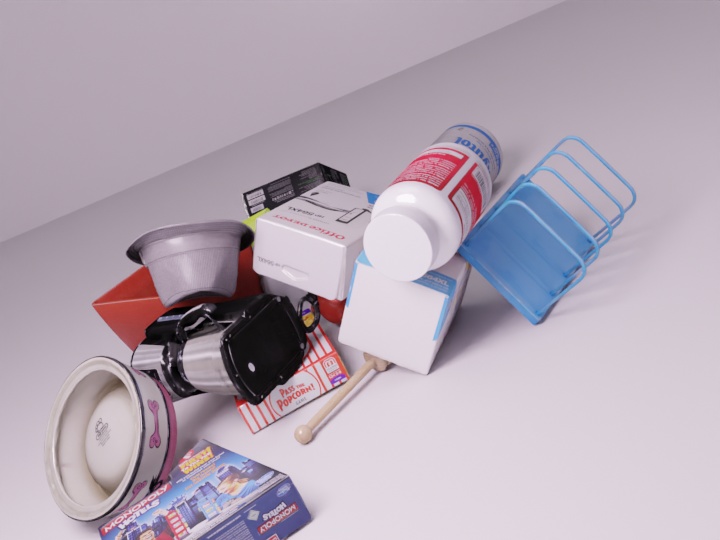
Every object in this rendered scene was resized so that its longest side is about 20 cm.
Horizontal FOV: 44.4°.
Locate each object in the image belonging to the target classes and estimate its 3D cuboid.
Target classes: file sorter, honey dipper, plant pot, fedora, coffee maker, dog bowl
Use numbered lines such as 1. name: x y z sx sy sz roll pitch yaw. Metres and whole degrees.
1. file sorter: 0.244 -0.061 1.124 0.200 0.139 0.123 -44 -4 -42
2. honey dipper: -0.014 0.150 1.124 0.038 0.038 0.200 -2 33 47
3. plant pot: -0.266 0.070 1.411 0.199 0.177 0.200 -7 26 43
4. fedora: -0.225 -0.001 1.198 0.175 0.091 0.200 -7 -8 -20
5. coffee maker: -0.181 0.106 1.193 0.199 0.136 0.191 -9 1 38
6. dog bowl: -0.311 0.213 1.113 0.199 0.202 0.074 -9 -17 38

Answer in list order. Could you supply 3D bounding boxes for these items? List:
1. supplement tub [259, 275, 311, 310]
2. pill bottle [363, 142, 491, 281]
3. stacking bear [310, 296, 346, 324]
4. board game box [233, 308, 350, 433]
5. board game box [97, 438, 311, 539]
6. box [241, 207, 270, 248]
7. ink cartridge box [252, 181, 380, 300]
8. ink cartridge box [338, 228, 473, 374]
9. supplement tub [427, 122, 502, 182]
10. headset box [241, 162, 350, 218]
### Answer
1. supplement tub: -0.065 -0.018 1.475 0.122 0.123 0.200 -4 28 45
2. pill bottle: 0.080 -0.070 1.065 0.112 0.113 0.200 -12 21 31
3. stacking bear: 0.000 0.000 1.374 0.121 0.114 0.200 20 51 24
4. board game box: -0.110 0.136 1.247 0.151 0.047 0.200 -29 20 -6
5. board game box: -0.181 0.269 0.975 0.199 0.062 0.200 -31 19 -16
6. box: -0.228 -0.023 1.540 0.199 0.048 0.123 -23 37 45
7. ink cartridge box: -0.039 -0.048 1.249 0.145 0.085 0.200 18 27 21
8. ink cartridge box: 0.071 0.013 1.158 0.124 0.129 0.200 20 35 12
9. supplement tub: 0.162 -0.169 1.574 0.131 0.133 0.200 -10 25 36
10. headset box: -0.116 -0.134 1.780 0.173 0.094 0.200 -20 -6 14
